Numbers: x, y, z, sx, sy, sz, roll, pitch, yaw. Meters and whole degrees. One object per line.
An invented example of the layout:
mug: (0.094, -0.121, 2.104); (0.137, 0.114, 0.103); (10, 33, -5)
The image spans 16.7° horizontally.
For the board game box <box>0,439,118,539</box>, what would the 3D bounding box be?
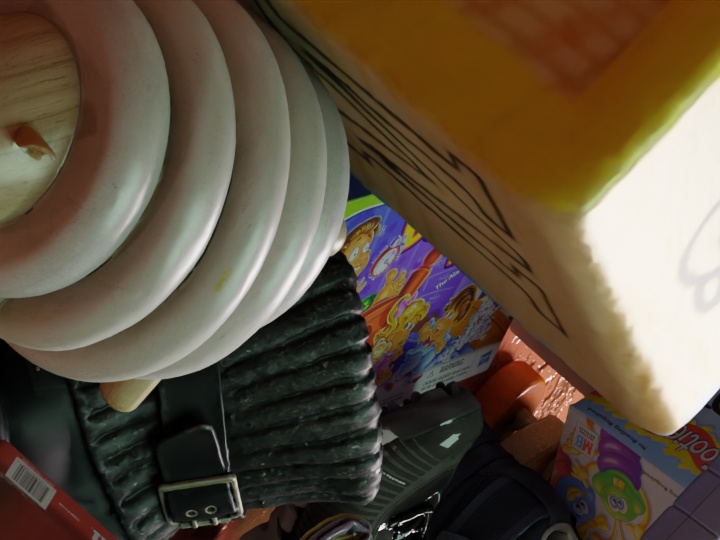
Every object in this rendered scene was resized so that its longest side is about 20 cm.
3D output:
board game box: (-0.143, 0.155, 0.825); (0.200, 0.103, 0.019); (-45, -173, 24)

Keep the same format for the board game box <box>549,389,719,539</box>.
board game box: (0.189, 0.088, 1.149); (0.200, 0.105, 0.103); (-28, 141, -38)

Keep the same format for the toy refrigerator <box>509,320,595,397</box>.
toy refrigerator: (0.167, -0.023, 1.175); (0.200, 0.076, 0.070); (-39, 153, -20)

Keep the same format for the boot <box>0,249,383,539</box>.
boot: (-0.072, 0.083, 0.883); (0.157, 0.080, 0.212); (-14, 143, -16)

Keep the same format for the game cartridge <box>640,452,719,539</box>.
game cartridge: (0.177, 0.125, 1.038); (0.130, 0.038, 0.200); (-47, 147, -21)

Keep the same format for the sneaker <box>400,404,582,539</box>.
sneaker: (0.024, 0.161, 1.128); (0.077, 0.146, 0.203); (-13, 138, -53)

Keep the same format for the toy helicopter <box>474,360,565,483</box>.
toy helicopter: (0.069, 0.140, 1.251); (0.132, 0.079, 0.200); (-44, 159, -11)

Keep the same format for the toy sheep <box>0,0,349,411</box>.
toy sheep: (-0.071, -0.027, 0.739); (0.138, 0.138, 0.200); (-55, 150, 15)

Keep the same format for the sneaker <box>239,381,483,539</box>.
sneaker: (-0.001, 0.124, 1.034); (0.066, 0.091, 0.200); (-18, 159, -51)

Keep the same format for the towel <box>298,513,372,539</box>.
towel: (-0.086, 0.159, 0.970); (0.144, 0.023, 0.200); (-39, -176, -38)

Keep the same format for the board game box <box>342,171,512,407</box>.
board game box: (0.000, 0.000, 0.980); (0.199, 0.045, 0.135); (-18, 141, -47)

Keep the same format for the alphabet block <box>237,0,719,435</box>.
alphabet block: (0.079, -0.099, 0.796); (0.195, 0.196, 0.200); (-48, 154, -5)
